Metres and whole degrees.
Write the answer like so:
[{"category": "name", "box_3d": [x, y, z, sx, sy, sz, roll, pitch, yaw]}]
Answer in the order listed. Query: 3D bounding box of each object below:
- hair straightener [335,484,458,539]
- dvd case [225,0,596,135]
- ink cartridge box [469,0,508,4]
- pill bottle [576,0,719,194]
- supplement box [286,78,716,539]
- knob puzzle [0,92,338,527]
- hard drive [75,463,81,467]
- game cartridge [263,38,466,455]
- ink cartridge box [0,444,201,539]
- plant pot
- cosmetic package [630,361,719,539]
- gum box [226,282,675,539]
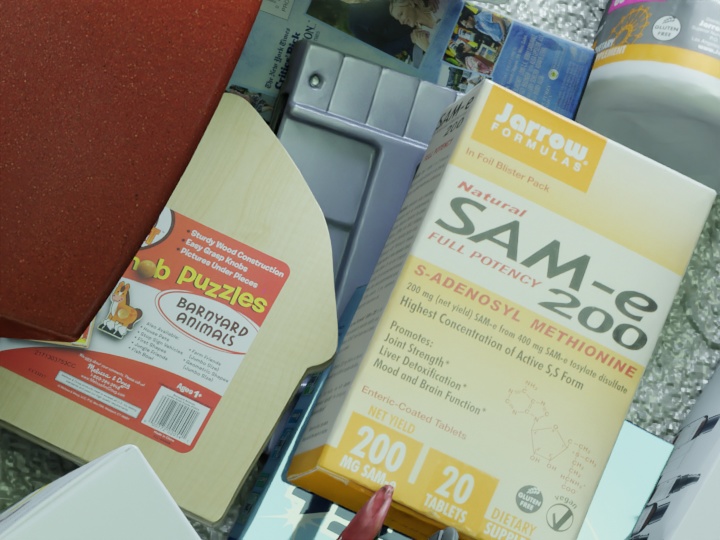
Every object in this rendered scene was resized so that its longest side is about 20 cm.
[{"category": "hair straightener", "box_3d": [-0.012, 0.185, 1.282, 0.077, 0.200, 0.041, 32, 28, -9]}, {"category": "dvd case", "box_3d": [0.009, -0.076, 1.417, 0.200, 0.018, 0.143, 19, 90, -20]}, {"category": "ink cartridge box", "box_3d": [-0.037, -0.190, 1.400, 0.200, 0.163, 0.057, 2, 115, -21]}, {"category": "pill bottle", "box_3d": [0.195, -0.151, 1.515, 0.116, 0.116, 0.200, 27, 66, -16]}, {"category": "supplement box", "box_3d": [0.065, 0.030, 1.308, 0.126, 0.074, 0.200, 25, 76, -8]}, {"category": "knob puzzle", "box_3d": [-0.101, 0.003, 1.332, 0.220, 0.030, 0.220, 1, 65, -3]}, {"category": "hard drive", "box_3d": [-0.174, -0.016, 1.357, 0.200, 0.026, 0.132, 38, 63, -11]}, {"category": "game cartridge", "box_3d": [0.000, 0.000, 1.394, 0.130, 0.038, 0.200, 17, 89, -16]}, {"category": "ink cartridge box", "box_3d": [-0.119, 0.170, 1.232, 0.083, 0.200, 0.145, -37, 92, -25]}, {"category": "plant pot", "box_3d": [-0.191, -0.071, 1.216, 0.200, 0.200, 0.176, 22, 77, -42]}, {"category": "cosmetic package", "box_3d": [0.200, 0.088, 1.468, 0.051, 0.083, 0.200, 40, 63, -10]}, {"category": "gum box", "box_3d": [0.030, 0.133, 1.356, 0.170, 0.045, 0.200, 28, 82, -7]}]
